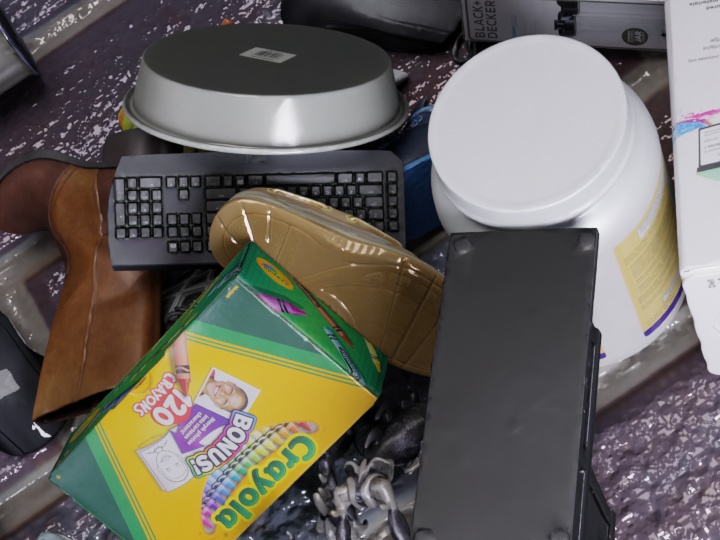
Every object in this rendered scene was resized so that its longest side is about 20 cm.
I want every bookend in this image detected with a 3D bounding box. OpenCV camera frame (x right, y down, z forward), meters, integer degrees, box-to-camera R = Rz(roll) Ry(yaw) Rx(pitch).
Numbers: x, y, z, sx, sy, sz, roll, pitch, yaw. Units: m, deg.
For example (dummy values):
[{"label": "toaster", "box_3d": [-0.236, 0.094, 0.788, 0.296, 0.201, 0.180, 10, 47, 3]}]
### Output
[{"label": "bookend", "box_3d": [0.108, 0.113, 1.090, 0.091, 0.200, 0.201, -2, 58, 19]}]

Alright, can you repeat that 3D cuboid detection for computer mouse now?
[{"label": "computer mouse", "box_3d": [-0.309, 0.076, 1.347, 0.140, 0.046, 0.200, -40, 57, -6]}, {"label": "computer mouse", "box_3d": [0.026, -0.217, 1.383, 0.198, 0.053, 0.140, 0, 63, 20]}]

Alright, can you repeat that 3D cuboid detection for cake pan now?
[{"label": "cake pan", "box_3d": [-0.064, -0.129, 1.261, 0.198, 0.037, 0.201, 2, 23, -1]}]

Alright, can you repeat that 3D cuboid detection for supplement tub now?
[{"label": "supplement tub", "box_3d": [0.126, -0.041, 1.162, 0.144, 0.200, 0.147, -9, 59, 15]}]

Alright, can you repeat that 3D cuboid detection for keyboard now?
[{"label": "keyboard", "box_3d": [-0.068, -0.015, 1.220, 0.198, 0.021, 0.129, -2, 96, -7]}]

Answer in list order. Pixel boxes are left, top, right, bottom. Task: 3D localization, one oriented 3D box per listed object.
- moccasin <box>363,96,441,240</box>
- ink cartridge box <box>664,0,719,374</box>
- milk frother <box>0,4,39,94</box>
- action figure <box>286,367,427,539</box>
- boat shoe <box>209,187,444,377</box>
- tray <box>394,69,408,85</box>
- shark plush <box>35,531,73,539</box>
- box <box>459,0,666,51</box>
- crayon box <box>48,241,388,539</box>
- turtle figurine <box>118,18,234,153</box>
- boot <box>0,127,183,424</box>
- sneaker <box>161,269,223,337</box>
[{"label": "moccasin", "box_3d": [0.061, -0.087, 1.296, 0.199, 0.081, 0.068, -31, 51, -16]}, {"label": "ink cartridge box", "box_3d": [0.246, -0.056, 1.160, 0.083, 0.145, 0.202, -7, 60, 16]}, {"label": "milk frother", "box_3d": [-0.389, -0.195, 1.436, 0.187, 0.200, 0.181, -34, 53, -1]}, {"label": "action figure", "box_3d": [0.017, 0.149, 1.162, 0.118, 0.103, 0.201, -2, 35, 28]}, {"label": "boat shoe", "box_3d": [0.000, 0.000, 1.186, 0.199, 0.069, 0.074, 29, 112, -6]}, {"label": "tray", "box_3d": [-0.057, -0.119, 1.316, 0.106, 0.022, 0.200, 15, 27, 27]}, {"label": "shark plush", "box_3d": [-0.158, 0.262, 1.168, 0.090, 0.083, 0.201, -22, 57, 7]}, {"label": "box", "box_3d": [0.174, -0.221, 1.307, 0.198, 0.060, 0.118, 5, 64, 11]}, {"label": "crayon box", "box_3d": [-0.091, 0.094, 1.170, 0.200, 0.119, 0.058, -46, 12, 23]}, {"label": "turtle figurine", "box_3d": [-0.127, -0.095, 1.364, 0.161, 0.065, 0.200, 34, 78, 31]}, {"label": "boot", "box_3d": [-0.203, 0.014, 1.299, 0.187, 0.068, 0.202, -9, 65, 29]}, {"label": "sneaker", "box_3d": [-0.099, 0.020, 1.287, 0.199, 0.078, 0.078, -30, 49, 2]}]
